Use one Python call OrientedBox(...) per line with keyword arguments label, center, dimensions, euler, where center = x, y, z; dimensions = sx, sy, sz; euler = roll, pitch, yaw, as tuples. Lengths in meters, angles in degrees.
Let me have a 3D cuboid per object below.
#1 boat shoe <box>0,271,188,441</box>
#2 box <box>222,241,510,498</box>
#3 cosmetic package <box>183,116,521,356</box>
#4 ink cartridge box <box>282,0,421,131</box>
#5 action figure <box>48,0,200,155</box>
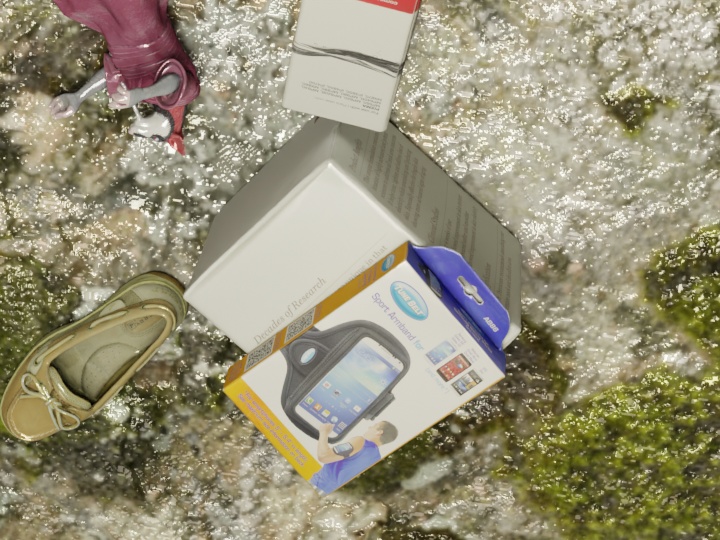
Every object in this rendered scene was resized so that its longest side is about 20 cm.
OrientedBox(label="boat shoe", center=(-0.225, 0.080, 1.722), dimensions=(0.201, 0.063, 0.073), euler=(-35, 107, 17))
OrientedBox(label="box", center=(0.012, 0.069, 1.531), dimensions=(0.200, 0.041, 0.119), euler=(-35, 107, 21))
OrientedBox(label="cosmetic package", center=(0.000, 0.000, 1.614), dimensions=(0.200, 0.167, 0.166), euler=(42, 111, -13))
OrientedBox(label="ink cartridge box", center=(0.007, -0.216, 1.487), dimensions=(0.084, 0.144, 0.200), euler=(14, 150, 0))
OrientedBox(label="action figure", center=(-0.170, -0.182, 1.605), dimensions=(0.149, 0.134, 0.200), euler=(-41, 126, -25))
